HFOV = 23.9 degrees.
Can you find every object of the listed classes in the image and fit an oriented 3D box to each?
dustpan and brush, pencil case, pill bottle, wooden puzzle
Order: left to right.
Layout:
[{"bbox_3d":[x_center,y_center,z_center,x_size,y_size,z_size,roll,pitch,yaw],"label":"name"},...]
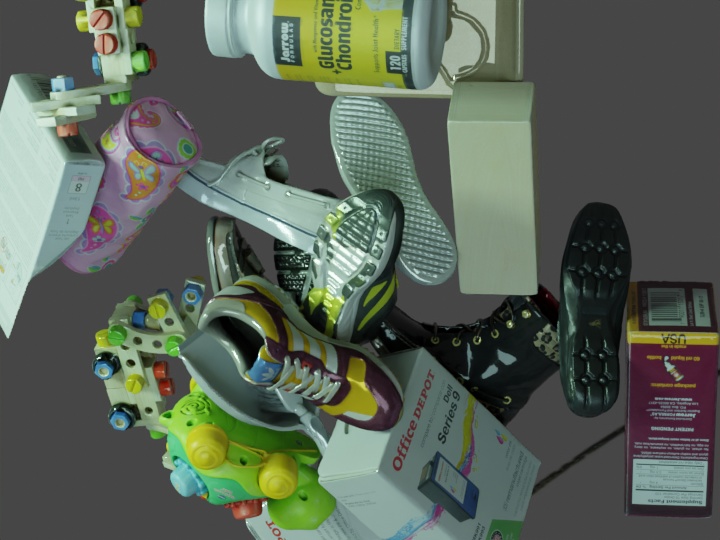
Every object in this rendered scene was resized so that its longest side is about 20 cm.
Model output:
[{"bbox_3d":[-0.226,-0.079,1.607,0.087,0.088,0.200,36,135,-8],"label":"pencil case"},{"bbox_3d":[-0.067,0.121,1.597,0.057,0.139,0.201,-15,108,47],"label":"dustpan and brush"},{"bbox_3d":[-0.029,-0.220,1.477,0.199,0.112,0.113,5,116,12],"label":"pill bottle"},{"bbox_3d":[0.052,-0.249,1.532,0.199,0.046,0.186,4,115,13],"label":"wooden puzzle"}]

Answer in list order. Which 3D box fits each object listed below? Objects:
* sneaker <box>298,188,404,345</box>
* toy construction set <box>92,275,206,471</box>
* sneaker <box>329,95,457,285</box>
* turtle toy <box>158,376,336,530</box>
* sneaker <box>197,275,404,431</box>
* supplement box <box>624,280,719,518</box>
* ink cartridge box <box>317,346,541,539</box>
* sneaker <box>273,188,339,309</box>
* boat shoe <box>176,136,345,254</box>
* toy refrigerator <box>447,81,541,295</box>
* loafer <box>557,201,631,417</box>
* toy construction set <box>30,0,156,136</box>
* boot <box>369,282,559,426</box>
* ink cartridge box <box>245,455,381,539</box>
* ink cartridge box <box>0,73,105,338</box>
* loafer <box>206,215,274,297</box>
[{"bbox_3d":[0.000,0.000,1.557,0.074,0.084,0.201,44,131,23],"label":"sneaker"},{"bbox_3d":[-0.201,0.108,1.722,0.130,0.092,0.201,-7,103,12],"label":"toy construction set"},{"bbox_3d":[0.023,-0.073,1.605,0.074,0.082,0.201,-23,86,-10],"label":"sneaker"},{"bbox_3d":[-0.107,0.185,1.642,0.199,0.146,0.101,26,115,-16],"label":"turtle toy"},{"bbox_3d":[-0.056,0.088,1.513,0.199,0.090,0.075,34,121,10],"label":"sneaker"},{"bbox_3d":[0.296,0.124,1.626,0.085,0.110,0.201,1,116,9],"label":"supplement box"},{"bbox_3d":[0.068,0.191,1.613,0.087,0.146,0.200,-18,128,43],"label":"ink cartridge box"},{"bbox_3d":[-0.035,0.018,1.665,0.073,0.080,0.201,10,104,37],"label":"sneaker"},{"bbox_3d":[-0.092,-0.088,1.603,0.201,0.074,0.087,26,100,24],"label":"boat shoe"},{"bbox_3d":[0.126,-0.075,1.563,0.075,0.070,0.201,1,130,10],"label":"toy refrigerator"},{"bbox_3d":[0.214,0.037,1.590,0.068,0.070,0.202,6,77,-6],"label":"loafer"},{"bbox_3d":[-0.238,-0.220,1.529,0.091,0.131,0.201,10,103,7],"label":"toy construction set"},{"bbox_3d":[0.110,0.061,1.649,0.200,0.073,0.150,42,116,-15],"label":"boot"},{"bbox_3d":[0.005,0.248,1.749,0.199,0.086,0.147,-27,107,22],"label":"ink cartridge box"},{"bbox_3d":[-0.315,-0.063,1.620,0.057,0.163,0.201,-1,126,-33],"label":"ink cartridge box"},{"bbox_3d":[-0.105,0.032,1.677,0.062,0.072,0.201,-4,123,10],"label":"loafer"}]
